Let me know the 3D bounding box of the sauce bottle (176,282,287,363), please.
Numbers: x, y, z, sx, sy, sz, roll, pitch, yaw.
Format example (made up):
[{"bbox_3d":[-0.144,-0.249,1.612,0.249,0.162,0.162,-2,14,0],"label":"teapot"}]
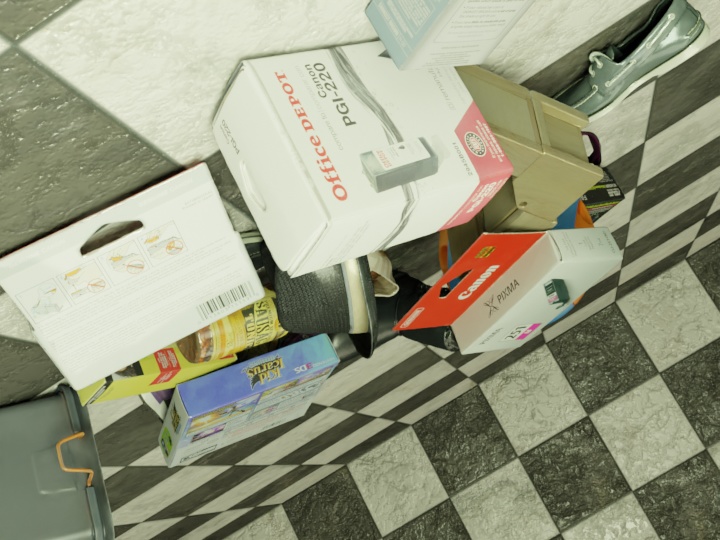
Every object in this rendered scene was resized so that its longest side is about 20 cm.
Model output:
[{"bbox_3d":[-0.112,0.048,1.049,0.198,0.067,0.066,-19,161,-36],"label":"sauce bottle"}]

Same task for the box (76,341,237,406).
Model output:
[{"bbox_3d":[-0.227,0.090,1.018,0.050,0.076,0.199,-38,161,28],"label":"box"}]

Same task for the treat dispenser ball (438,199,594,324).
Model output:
[{"bbox_3d":[0.196,-0.027,1.172,0.198,0.203,0.201,-27,163,-9],"label":"treat dispenser ball"}]

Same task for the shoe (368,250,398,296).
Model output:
[{"bbox_3d":[0.000,0.000,1.175,0.069,0.054,0.199,-35,163,16],"label":"shoe"}]

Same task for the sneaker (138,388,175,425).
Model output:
[{"bbox_3d":[-0.228,0.143,1.174,0.087,0.076,0.201,-32,164,-11],"label":"sneaker"}]

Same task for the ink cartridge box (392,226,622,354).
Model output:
[{"bbox_3d":[0.153,0.027,0.993,0.171,0.044,0.200,-5,151,-33],"label":"ink cartridge box"}]

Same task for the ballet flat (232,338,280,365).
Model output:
[{"bbox_3d":[-0.184,0.125,1.227,0.199,0.072,0.070,-41,160,33],"label":"ballet flat"}]

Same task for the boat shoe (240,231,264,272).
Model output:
[{"bbox_3d":[-0.162,0.022,0.952,0.197,0.063,0.075,-27,162,-17],"label":"boat shoe"}]

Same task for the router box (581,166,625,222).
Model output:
[{"bbox_3d":[0.287,-0.083,1.406,0.198,0.063,0.150,-12,156,-47],"label":"router box"}]

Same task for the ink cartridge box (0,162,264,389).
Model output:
[{"bbox_3d":[-0.201,0.000,0.824,0.197,0.044,0.175,-26,136,-8],"label":"ink cartridge box"}]

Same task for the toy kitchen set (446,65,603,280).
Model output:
[{"bbox_3d":[0.104,-0.124,0.949,0.178,0.166,0.200,16,140,-28],"label":"toy kitchen set"}]

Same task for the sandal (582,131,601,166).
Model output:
[{"bbox_3d":[0.271,-0.146,1.162,0.047,0.077,0.200,-4,173,23],"label":"sandal"}]

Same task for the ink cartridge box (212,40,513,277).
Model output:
[{"bbox_3d":[0.003,-0.097,0.737,0.197,0.147,0.085,-19,162,-34],"label":"ink cartridge box"}]

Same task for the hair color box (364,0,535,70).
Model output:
[{"bbox_3d":[0.097,-0.233,0.660,0.098,0.061,0.200,-15,159,-41],"label":"hair color box"}]

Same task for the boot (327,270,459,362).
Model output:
[{"bbox_3d":[0.058,0.073,1.258,0.166,0.078,0.199,14,-141,43],"label":"boot"}]

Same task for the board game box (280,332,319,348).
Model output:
[{"bbox_3d":[-0.092,0.095,1.247,0.200,0.032,0.121,-42,-166,33],"label":"board game box"}]

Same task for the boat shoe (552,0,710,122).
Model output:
[{"bbox_3d":[0.277,-0.227,1.018,0.198,0.074,0.062,-31,121,28],"label":"boat shoe"}]

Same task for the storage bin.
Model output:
[{"bbox_3d":[-0.361,0.234,1.018,0.132,0.203,0.146,-5,153,-34],"label":"storage bin"}]

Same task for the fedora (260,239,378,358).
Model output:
[{"bbox_3d":[-0.046,0.004,0.914,0.090,0.204,0.201,-14,161,-8],"label":"fedora"}]

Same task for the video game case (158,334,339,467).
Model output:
[{"bbox_3d":[-0.141,0.160,1.144,0.197,0.046,0.182,-18,159,-28],"label":"video game case"}]
